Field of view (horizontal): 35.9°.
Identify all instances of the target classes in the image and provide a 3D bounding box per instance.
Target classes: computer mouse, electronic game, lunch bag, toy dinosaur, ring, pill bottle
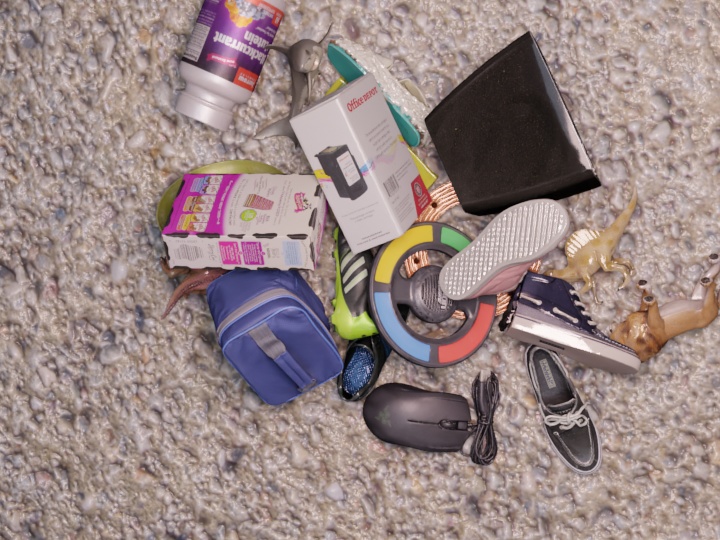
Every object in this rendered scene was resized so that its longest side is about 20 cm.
[{"bbox_3d":[0.099,0.207,1.582,0.197,0.053,0.141,3,94,6],"label":"computer mouse"},{"bbox_3d":[0.100,0.032,1.521,0.197,0.042,0.203,5,79,-24],"label":"electronic game"},{"bbox_3d":[-0.113,0.094,1.528,0.135,0.200,0.133,-28,46,8],"label":"lunch bag"},{"bbox_3d":[0.337,-0.021,1.542,0.200,0.058,0.101,-43,86,7],"label":"toy dinosaur"},{"bbox_3d":[0.159,-0.031,1.581,0.197,0.019,0.204,0,93,6],"label":"ring"},{"bbox_3d":[-0.194,0.000,1.560,0.134,0.199,0.087,13,126,43],"label":"toy dinosaur"},{"bbox_3d":[-0.189,-0.304,1.562,0.110,0.111,0.202,23,95,5],"label":"pill bottle"}]

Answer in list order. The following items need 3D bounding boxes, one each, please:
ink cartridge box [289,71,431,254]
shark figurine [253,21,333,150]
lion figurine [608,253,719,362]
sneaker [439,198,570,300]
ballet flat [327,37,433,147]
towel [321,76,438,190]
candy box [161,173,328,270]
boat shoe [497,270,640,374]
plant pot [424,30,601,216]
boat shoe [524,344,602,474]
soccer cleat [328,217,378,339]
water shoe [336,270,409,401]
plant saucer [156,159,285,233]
[{"bbox_3d":[0.004,-0.147,1.500,0.082,0.146,0.202,-20,103,28],"label":"ink cartridge box"},{"bbox_3d":[-0.099,-0.275,1.545,0.088,0.215,0.129,19,61,-3],"label":"shark figurine"},{"bbox_3d":[0.435,0.061,1.526,0.197,0.073,0.124,-15,125,1],"label":"lion figurine"},{"bbox_3d":[0.203,-0.028,1.465,0.199,0.104,0.076,-36,71,28],"label":"sneaker"},{"bbox_3d":[0.037,-0.259,1.570,0.072,0.072,0.200,-43,90,7],"label":"ballet flat"},{"bbox_3d":[0.017,-0.177,1.582,0.200,0.018,0.086,46,122,2],"label":"towel"},{"bbox_3d":[-0.148,-0.066,1.467,0.197,0.137,0.062,1,131,9],"label":"candy box"},{"bbox_3d":[0.294,0.068,1.509,0.198,0.075,0.094,20,73,2],"label":"boat shoe"},{"bbox_3d":[0.199,-0.171,1.482,0.176,0.199,0.202,-26,84,14],"label":"plant pot"},{"bbox_3d":[0.286,0.194,1.552,0.073,0.068,0.202,-18,90,7],"label":"boat shoe"},{"bbox_3d":[0.000,0.000,1.555,0.080,0.068,0.203,-3,68,9],"label":"soccer cleat"},{"bbox_3d":[0.021,0.093,1.572,0.071,0.079,0.203,18,95,5],"label":"water shoe"},{"bbox_3d":[-0.186,-0.082,1.556,0.197,0.201,0.031,-1,133,7],"label":"plant saucer"}]
